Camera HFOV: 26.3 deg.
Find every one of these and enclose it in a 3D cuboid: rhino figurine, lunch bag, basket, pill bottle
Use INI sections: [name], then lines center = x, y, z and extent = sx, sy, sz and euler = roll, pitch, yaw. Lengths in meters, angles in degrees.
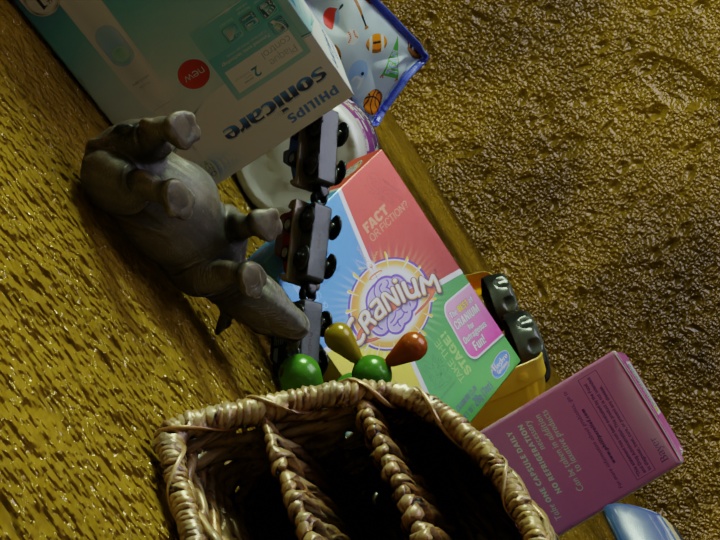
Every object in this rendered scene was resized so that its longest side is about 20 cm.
[rhino figurine]
center = -0.088, -0.015, 0.893
extent = 0.087, 0.060, 0.200
euler = 7, -34, 40
[lunch bag]
center = -0.062, -0.248, 1.547
extent = 0.170, 0.124, 0.200
euler = 23, -17, 50
[basket]
center = 0.016, 0.139, 0.708
extent = 0.149, 0.142, 0.201
euler = 50, 11, -45
[pill bottle]
center = -0.041, -0.103, 1.364
extent = 0.113, 0.112, 0.200
euler = 57, 8, -2

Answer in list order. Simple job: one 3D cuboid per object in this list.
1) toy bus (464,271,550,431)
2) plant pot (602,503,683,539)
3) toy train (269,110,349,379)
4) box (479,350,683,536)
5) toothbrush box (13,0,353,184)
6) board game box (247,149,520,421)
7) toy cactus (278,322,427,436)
[toy bus]
center = 0.113, 0.121, 1.448
extent = 0.200, 0.135, 0.193
euler = -111, 180, -63
[plant pot]
center = 0.165, 0.280, 0.951
extent = 0.200, 0.179, 0.200
euler = 51, 10, -36
[toy train]
center = -0.037, -0.021, 1.047
extent = 0.034, 0.046, 0.202
euler = 16, 71, -35
[box]
center = 0.142, 0.153, 1.197
extent = 0.097, 0.199, 0.176
euler = 58, 9, 9
[toothbrush box]
center = -0.119, -0.166, 1.017
extent = 0.200, 0.146, 0.085
euler = 54, 9, -32
[board game box]
center = 0.016, 0.036, 1.132
extent = 0.153, 0.040, 0.201
euler = -46, 108, -37
[toy cactus]
center = 0.018, 0.132, 0.982
extent = 0.200, 0.102, 0.166
euler = 62, 13, -46
